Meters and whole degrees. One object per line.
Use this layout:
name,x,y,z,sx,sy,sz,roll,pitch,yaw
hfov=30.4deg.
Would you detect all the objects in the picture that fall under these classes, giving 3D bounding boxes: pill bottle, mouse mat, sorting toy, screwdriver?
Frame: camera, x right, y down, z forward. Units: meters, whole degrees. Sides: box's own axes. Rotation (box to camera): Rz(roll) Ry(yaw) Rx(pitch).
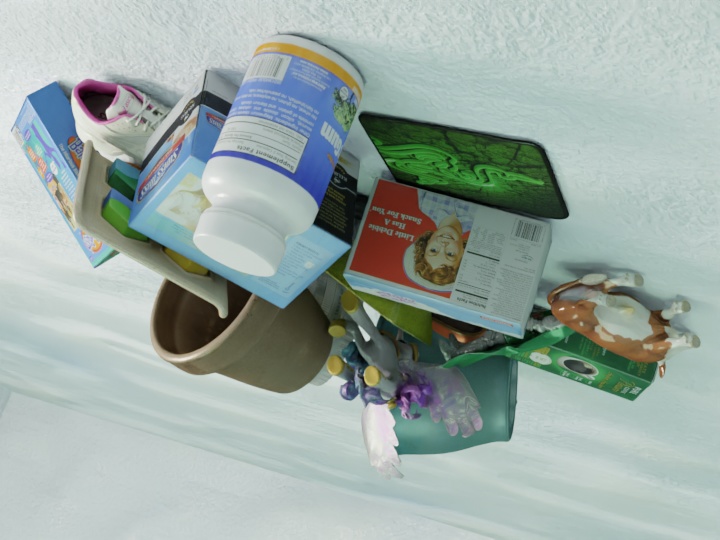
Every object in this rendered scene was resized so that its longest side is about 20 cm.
pill bottle,-0.079,-0.102,1.212,0.111,0.202,0.112,18,163,6
mouse mat,0.105,-0.103,1.328,0.198,0.008,0.161,14,161,25
sorting toy,-0.216,-0.052,1.417,0.199,0.037,0.186,35,-162,-22
screwdriver,-0.073,-0.100,1.510,0.198,0.028,0.029,22,-168,2

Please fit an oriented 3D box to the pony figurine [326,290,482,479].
pony figurine,0.039,0.134,1.620,0.165,0.195,0.200,-28,151,19

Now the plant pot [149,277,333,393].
plant pot,-0.127,0.062,1.600,0.199,0.202,0.174,1,149,47

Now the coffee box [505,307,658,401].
coffee box,0.273,0.104,1.686,0.198,0.044,0.123,19,163,7

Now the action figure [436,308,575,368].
action figure,0.193,0.070,1.567,0.198,0.055,0.118,-18,-177,21

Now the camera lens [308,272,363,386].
camera lens,-0.115,0.049,1.770,0.198,0.162,0.160,26,162,-17

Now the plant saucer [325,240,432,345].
plant saucer,0.000,0.000,1.555,0.199,0.048,0.200,37,-179,19

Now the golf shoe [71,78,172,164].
golf shoe,-0.232,-0.155,1.454,0.197,0.076,0.092,16,159,11

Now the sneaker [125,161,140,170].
sneaker,-0.276,-0.079,1.751,0.200,0.076,0.091,43,161,-33

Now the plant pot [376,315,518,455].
plant pot,0.118,0.160,1.806,0.185,0.203,0.200,3,159,12

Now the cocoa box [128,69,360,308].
cocoa box,-0.117,-0.080,1.370,0.199,0.132,0.133,29,133,-25

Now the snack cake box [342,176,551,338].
snack cake box,0.094,-0.014,1.410,0.197,0.116,0.067,16,168,13

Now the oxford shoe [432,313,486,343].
oxford shoe,0.073,0.018,1.658,0.198,0.071,0.073,22,134,6

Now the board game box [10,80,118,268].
board game box,-0.340,-0.110,1.583,0.202,0.045,0.152,60,156,-4

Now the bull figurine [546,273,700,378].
bull figurine,0.306,0.060,1.481,0.198,0.066,0.121,20,156,-19
